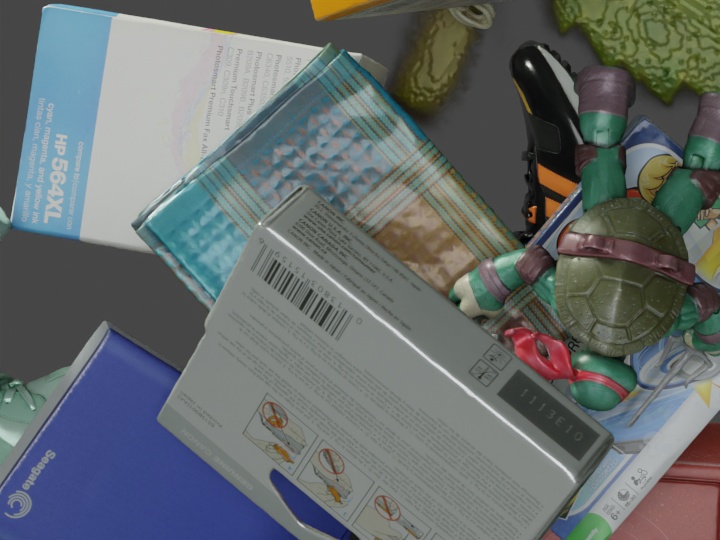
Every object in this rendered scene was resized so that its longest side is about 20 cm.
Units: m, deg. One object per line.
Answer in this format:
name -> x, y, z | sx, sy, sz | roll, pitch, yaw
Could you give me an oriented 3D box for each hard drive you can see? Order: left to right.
hard drive -> -0.097, 0.134, 1.377 | 0.200, 0.025, 0.132 | 34, 96, -20

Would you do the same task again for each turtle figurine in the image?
turtle figurine -> 0.132, 0.002, 1.241 | 0.150, 0.101, 0.200 | 19, 78, -9

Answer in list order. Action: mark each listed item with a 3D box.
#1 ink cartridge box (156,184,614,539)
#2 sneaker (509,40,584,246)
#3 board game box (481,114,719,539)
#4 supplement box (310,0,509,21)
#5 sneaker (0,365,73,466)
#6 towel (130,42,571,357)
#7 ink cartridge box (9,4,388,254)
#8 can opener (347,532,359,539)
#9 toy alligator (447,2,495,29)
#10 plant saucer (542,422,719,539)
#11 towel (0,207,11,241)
ink cartridge box -> 0.007, 0.079, 1.240 | 0.200, 0.044, 0.174 | 39, 138, 7
sneaker -> 0.111, -0.026, 1.365 | 0.090, 0.070, 0.200 | -25, 89, 5
board game box -> 0.134, 0.035, 1.316 | 0.135, 0.034, 0.200 | 40, 92, -3
supplement box -> 0.055, -0.207, 1.306 | 0.074, 0.200, 0.126 | -14, 90, 45
sneaker -> -0.197, 0.064, 1.412 | 0.118, 0.074, 0.200 | -41, 86, 3
towel -> 0.000, 0.000, 1.284 | 0.147, 0.022, 0.200 | -42, 93, 2
ink cartridge box -> -0.073, -0.067, 1.362 | 0.200, 0.129, 0.125 | 11, 93, 8
can opener -> 0.017, 0.188, 1.387 | 0.053, 0.067, 0.200 | 30, 103, 46
toy alligator -> -0.001, -0.205, 1.390 | 0.200, 0.059, 0.054 | 31, 54, 4
plant saucer -> 0.130, 0.182, 1.384 | 0.200, 0.037, 0.200 | 3, 92, 7
towel -> -0.282, -0.002, 1.370 | 0.048, 0.200, 0.171 | 37, 94, -33
